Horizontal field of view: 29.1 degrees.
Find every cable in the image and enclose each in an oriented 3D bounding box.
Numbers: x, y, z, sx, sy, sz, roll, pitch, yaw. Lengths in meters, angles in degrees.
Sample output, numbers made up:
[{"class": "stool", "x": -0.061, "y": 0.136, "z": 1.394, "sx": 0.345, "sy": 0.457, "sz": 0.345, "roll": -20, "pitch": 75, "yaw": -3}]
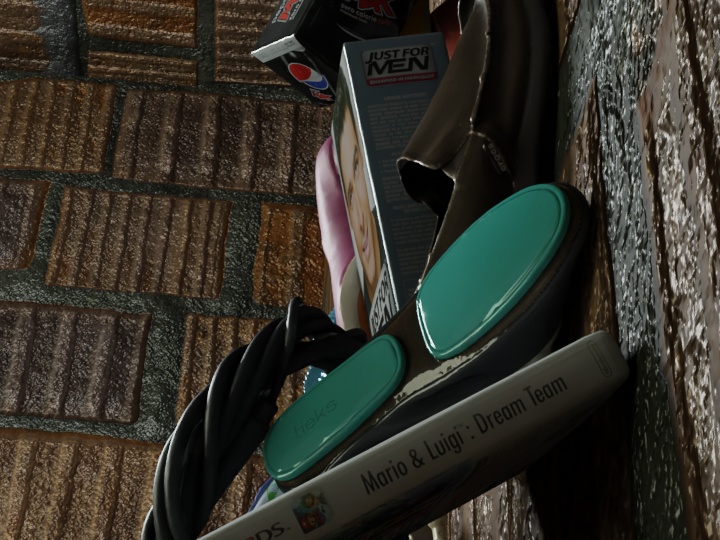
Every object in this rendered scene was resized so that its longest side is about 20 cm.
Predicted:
[{"class": "cable", "x": -0.042, "y": 0.114, "z": 0.693, "sx": 0.050, "sy": 0.162, "sz": 0.203, "roll": 13, "pitch": 108, "yaw": 48}]

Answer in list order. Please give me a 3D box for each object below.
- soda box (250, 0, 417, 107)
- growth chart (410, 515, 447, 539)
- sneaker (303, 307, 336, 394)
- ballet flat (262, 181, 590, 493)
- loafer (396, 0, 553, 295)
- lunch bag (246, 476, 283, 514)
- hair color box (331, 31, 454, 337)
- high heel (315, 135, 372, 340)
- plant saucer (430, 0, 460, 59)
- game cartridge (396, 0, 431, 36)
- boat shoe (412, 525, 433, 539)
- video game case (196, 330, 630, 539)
[{"class": "soda box", "x": 0.010, "y": -0.209, "z": 0.901, "sx": 0.070, "sy": 0.063, "sz": 0.202, "roll": -6, "pitch": 54, "yaw": 61}, {"class": "growth chart", "x": -0.014, "y": 0.242, "z": 0.825, "sx": 0.018, "sy": 0.199, "sz": 0.146, "roll": 25, "pitch": -135, "yaw": -46}, {"class": "sneaker", "x": 0.021, "y": 0.056, "z": 0.980, "sx": 0.076, "sy": 0.081, "sz": 0.201, "roll": -30, "pitch": 18, "yaw": 31}, {"class": "ballet flat", "x": 0.040, "y": 0.041, "z": 0.620, "sx": 0.200, "sy": 0.073, "sz": 0.073, "roll": -44, "pitch": 24, "yaw": 23}, {"class": "loafer", "x": 0.054, "y": -0.062, "z": 0.682, "sx": 0.073, "sy": 0.070, "sz": 0.203, "roll": 104, "pitch": 170, "yaw": -67}, {"class": "lunch bag", "x": -0.029, "y": 0.214, "z": 1.005, "sx": 0.200, "sy": 0.075, "sz": 0.162, "roll": -50, "pitch": -35, "yaw": -32}, {"class": "hair color box", "x": 0.031, "y": -0.016, "z": 0.758, "sx": 0.099, "sy": 0.060, "sz": 0.203, "roll": 103, "pitch": 158, "yaw": -65}, {"class": "high heel", "x": 0.000, "y": 0.000, "z": 0.857, "sx": 0.096, "sy": 0.066, "sz": 0.203, "roll": 129, "pitch": 137, "yaw": -59}, {"class": "plant saucer", "x": 0.058, "y": -0.072, "z": 0.905, "sx": 0.200, "sy": 0.036, "sz": 0.203, "roll": -94, "pitch": 9, "yaw": -67}, {"class": "game cartridge", "x": 0.024, "y": -0.127, "z": 0.997, "sx": 0.201, "sy": 0.032, "sz": 0.178, "roll": -92, "pitch": 7, "yaw": -54}, {"class": "boat shoe", "x": 0.014, "y": 0.232, "z": 0.918, "sx": 0.093, "sy": 0.073, "sz": 0.203, "roll": -119, "pitch": 32, "yaw": -69}, {"class": "video game case", "x": 0.004, "y": 0.097, "z": 0.558, "sx": 0.024, "sy": 0.180, "sz": 0.200, "roll": 61, "pitch": 167, "yaw": 14}]
